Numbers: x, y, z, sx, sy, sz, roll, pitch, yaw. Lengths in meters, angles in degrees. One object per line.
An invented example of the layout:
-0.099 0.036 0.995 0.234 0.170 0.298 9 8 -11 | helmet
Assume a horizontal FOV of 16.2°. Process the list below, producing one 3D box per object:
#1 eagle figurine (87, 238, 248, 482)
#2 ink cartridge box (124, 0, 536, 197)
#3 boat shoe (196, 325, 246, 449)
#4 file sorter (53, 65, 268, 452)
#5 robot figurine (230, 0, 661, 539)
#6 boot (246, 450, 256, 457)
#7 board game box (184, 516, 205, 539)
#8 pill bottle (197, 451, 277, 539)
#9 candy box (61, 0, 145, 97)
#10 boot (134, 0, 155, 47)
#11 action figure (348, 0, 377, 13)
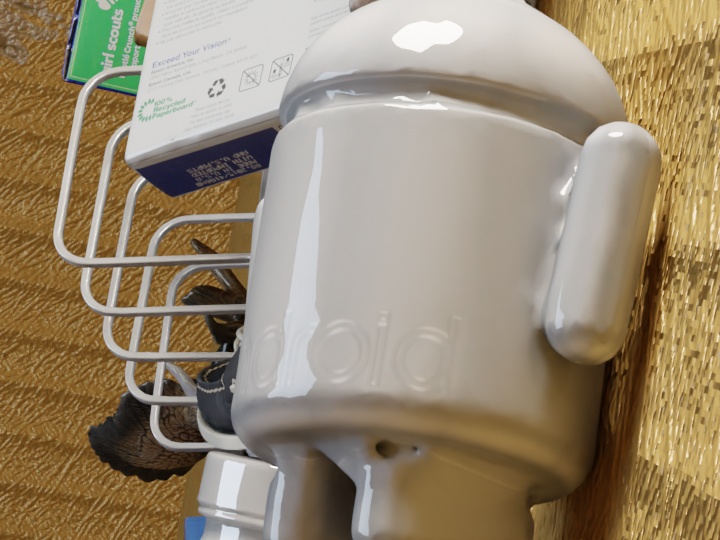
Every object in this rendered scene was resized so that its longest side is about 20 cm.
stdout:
-0.090 0.109 1.674 0.152 0.150 0.201 -108 38 -56 | eagle figurine
-0.006 -0.145 1.118 0.195 0.043 0.201 -15 53 35 | ink cartridge box
-0.027 0.046 1.134 0.200 0.073 0.061 8 120 67 | boat shoe
-0.076 -0.004 1.389 0.201 0.123 0.140 71 -159 -54 | file sorter
0.024 -0.001 0.786 0.169 0.113 0.202 -8 66 43 | robot figurine
-0.018 0.116 1.278 0.200 0.073 0.096 146 118 -82 | boot
-0.074 0.255 1.391 0.201 0.045 0.153 92 175 -47 | board game box
-0.046 0.187 1.140 0.112 0.111 0.202 167 112 -84 | pill bottle
-0.071 -0.132 1.499 0.169 0.198 0.078 -116 37 -80 | candy box
-0.043 -0.088 1.203 0.068 0.199 0.190 -6 -66 -50 | boot
0.037 -0.209 0.978 0.200 0.104 0.195 134 133 -56 | action figure
